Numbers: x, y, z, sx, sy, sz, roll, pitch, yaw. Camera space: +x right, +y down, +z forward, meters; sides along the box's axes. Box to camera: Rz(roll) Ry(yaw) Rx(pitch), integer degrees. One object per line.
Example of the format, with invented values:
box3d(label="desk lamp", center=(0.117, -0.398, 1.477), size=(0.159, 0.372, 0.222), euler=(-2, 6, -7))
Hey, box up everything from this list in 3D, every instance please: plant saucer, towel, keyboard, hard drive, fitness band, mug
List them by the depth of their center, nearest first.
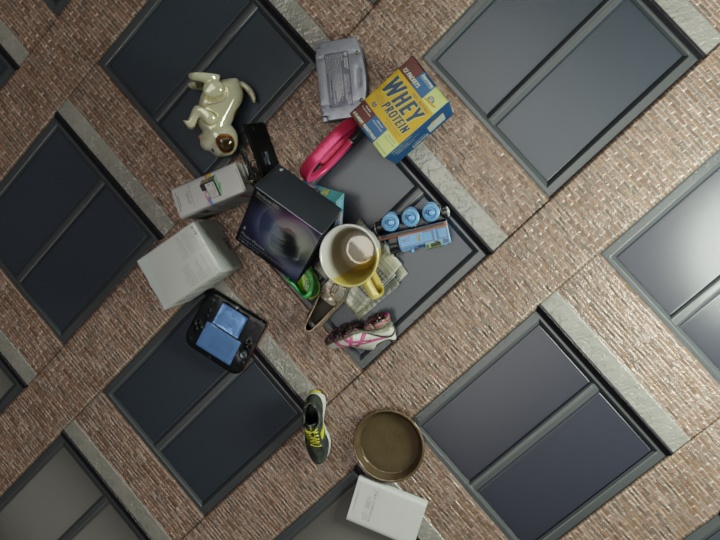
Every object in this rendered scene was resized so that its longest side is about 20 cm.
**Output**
box3d(label="mug", center=(-0.014, -0.028, 1.559), size=(0.147, 0.153, 0.190), euler=(3, 99, 11))
box3d(label="fitness band", center=(-0.076, -0.305, 1.582), size=(0.037, 0.144, 0.200), euler=(45, 102, 3))
box3d(label="keyboard", center=(-0.268, -0.292, 1.641), size=(0.020, 0.126, 0.203), euler=(-19, 91, 40))
box3d(label="towel", center=(0.000, 0.000, 1.651), size=(0.192, 0.035, 0.200), euler=(-44, 86, 12))
box3d(label="plant saucer", center=(0.077, 0.472, 1.682), size=(0.196, 0.029, 0.204), euler=(1, 96, 13))
box3d(label="hard drive", center=(0.071, 0.656, 1.702), size=(0.197, 0.026, 0.134), euler=(18, 99, 10))

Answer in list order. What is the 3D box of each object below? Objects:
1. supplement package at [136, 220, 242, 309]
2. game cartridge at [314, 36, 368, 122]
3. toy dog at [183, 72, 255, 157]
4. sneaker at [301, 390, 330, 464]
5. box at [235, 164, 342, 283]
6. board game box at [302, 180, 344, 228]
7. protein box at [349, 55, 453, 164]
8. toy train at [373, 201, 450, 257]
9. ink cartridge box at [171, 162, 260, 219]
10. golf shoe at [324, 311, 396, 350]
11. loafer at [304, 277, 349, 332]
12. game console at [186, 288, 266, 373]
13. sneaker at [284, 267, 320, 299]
box3d(label="supplement package", center=(-0.459, -0.019, 1.687), size=(0.198, 0.151, 0.153), euler=(-31, 89, 13))
box3d(label="game cartridge", center=(-0.045, -0.494, 1.613), size=(0.131, 0.041, 0.204), euler=(-4, 95, 16))
box3d(label="toy dog", center=(-0.379, -0.405, 1.657), size=(0.191, 0.139, 0.204), euler=(-3, 94, -25))
box3d(label="sneaker", center=(-0.131, 0.434, 1.694), size=(0.073, 0.085, 0.204), euler=(-6, 94, 13))
box3d(label="box", center=(-0.183, -0.115, 1.547), size=(0.199, 0.124, 0.199), euler=(34, 134, 2))
box3d(label="board game box", center=(-0.142, -0.152, 1.611), size=(0.197, 0.047, 0.153), euler=(19, 131, 18))
box3d(label="protein box", center=(0.106, -0.380, 1.507), size=(0.198, 0.200, 0.136), euler=(-39, 87, 13))
box3d(label="toy train", center=(0.136, -0.104, 1.584), size=(0.197, 0.087, 0.116), euler=(-13, 98, 8))
box3d(label="ink cartridge box", center=(-0.375, -0.209, 1.654), size=(0.197, 0.145, 0.085), euler=(-20, 89, 13))
box3d(label="golf shoe", center=(-0.001, 0.181, 1.648), size=(0.197, 0.073, 0.093), euler=(-18, 110, 18))
box3d(label="loafer", center=(-0.088, 0.085, 1.643), size=(0.071, 0.063, 0.201), euler=(34, 115, 2))
box3d(label="game console", center=(-0.381, 0.174, 1.751), size=(0.198, 0.031, 0.179), euler=(30, 101, 7))
box3d(label="sneaker", center=(-0.171, -0.015, 1.660), size=(0.073, 0.084, 0.202), euler=(-31, 88, 13))
